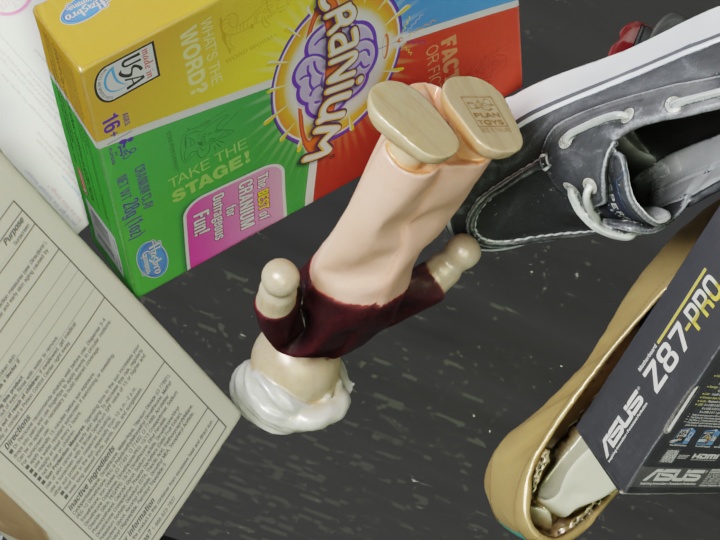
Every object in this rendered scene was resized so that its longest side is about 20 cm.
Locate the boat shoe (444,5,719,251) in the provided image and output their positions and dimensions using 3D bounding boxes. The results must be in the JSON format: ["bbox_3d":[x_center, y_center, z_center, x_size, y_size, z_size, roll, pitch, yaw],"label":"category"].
[{"bbox_3d":[0.114,-0.046,1.173,0.200,0.068,0.072,-24,132,30],"label":"boat shoe"}]

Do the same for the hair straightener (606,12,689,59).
[{"bbox_3d":[0.207,-0.055,1.219,0.200,0.077,0.041,32,77,-16],"label":"hair straightener"}]

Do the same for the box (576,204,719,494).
[{"bbox_3d":[0.213,0.029,1.200,0.200,0.049,0.161,3,130,-38],"label":"box"}]

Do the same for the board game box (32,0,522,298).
[{"bbox_3d":[-0.028,-0.091,1.123,0.200,0.040,0.153,-29,147,-15],"label":"board game box"}]

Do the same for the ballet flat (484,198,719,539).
[{"bbox_3d":[0.138,0.051,1.251,0.069,0.063,0.200,36,99,-18],"label":"ballet flat"}]

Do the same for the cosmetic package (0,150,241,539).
[{"bbox_3d":[-0.148,0.037,1.140,0.105,0.071,0.200,-55,132,-20],"label":"cosmetic package"}]

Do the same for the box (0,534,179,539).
[{"bbox_3d":[-0.108,0.223,1.276,0.193,0.048,0.200,21,103,-16],"label":"box"}]

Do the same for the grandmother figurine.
[{"bbox_3d":[0.000,0.000,1.181,0.121,0.061,0.200,2,138,-33],"label":"grandmother figurine"}]

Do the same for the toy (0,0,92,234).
[{"bbox_3d":[-0.095,-0.118,1.167,0.200,0.047,0.115,-41,106,0],"label":"toy"}]
